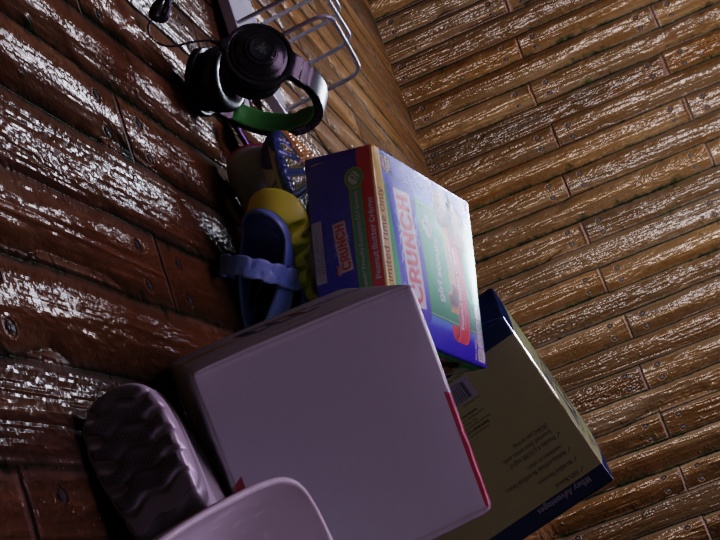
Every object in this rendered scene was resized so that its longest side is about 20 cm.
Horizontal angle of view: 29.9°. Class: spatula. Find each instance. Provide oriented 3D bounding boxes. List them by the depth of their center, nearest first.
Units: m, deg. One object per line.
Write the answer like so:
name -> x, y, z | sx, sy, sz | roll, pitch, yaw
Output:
spatula -> -0.127, -0.174, 1.456 | 0.201, 0.020, 0.057 | -99, 163, -54

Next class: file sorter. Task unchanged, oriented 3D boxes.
file sorter -> -0.093, -0.315, 1.616 | 0.139, 0.123, 0.202 | 52, 17, -59

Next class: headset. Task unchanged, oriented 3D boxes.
headset -> -0.117, -0.200, 1.273 | 0.199, 0.123, 0.095 | 31, 58, -36

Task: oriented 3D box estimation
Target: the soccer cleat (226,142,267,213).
soccer cleat -> -0.071, -0.045, 1.343 | 0.201, 0.069, 0.087 | 57, 14, -52

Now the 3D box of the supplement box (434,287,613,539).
supplement box -> 0.115, 0.166, 1.379 | 0.201, 0.199, 0.134 | 54, 7, -9

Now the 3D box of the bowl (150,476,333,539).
bowl -> -0.069, 0.219, 0.637 | 0.199, 0.074, 0.202 | -23, 92, -60

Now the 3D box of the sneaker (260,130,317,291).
sneaker -> -0.063, -0.028, 1.261 | 0.075, 0.088, 0.202 | -6, 73, -55

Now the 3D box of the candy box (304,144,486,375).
candy box -> 0.035, -0.003, 1.222 | 0.199, 0.076, 0.172 | 22, 58, -57

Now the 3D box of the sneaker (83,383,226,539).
sneaker -> -0.089, 0.159, 0.770 | 0.082, 0.074, 0.202 | 28, 41, -75

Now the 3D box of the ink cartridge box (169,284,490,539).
ink cartridge box -> -0.028, 0.102, 0.870 | 0.200, 0.143, 0.147 | 170, -101, -79

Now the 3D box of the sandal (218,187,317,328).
sandal -> -0.074, 0.034, 1.190 | 0.087, 0.079, 0.202 | -45, 125, -44
